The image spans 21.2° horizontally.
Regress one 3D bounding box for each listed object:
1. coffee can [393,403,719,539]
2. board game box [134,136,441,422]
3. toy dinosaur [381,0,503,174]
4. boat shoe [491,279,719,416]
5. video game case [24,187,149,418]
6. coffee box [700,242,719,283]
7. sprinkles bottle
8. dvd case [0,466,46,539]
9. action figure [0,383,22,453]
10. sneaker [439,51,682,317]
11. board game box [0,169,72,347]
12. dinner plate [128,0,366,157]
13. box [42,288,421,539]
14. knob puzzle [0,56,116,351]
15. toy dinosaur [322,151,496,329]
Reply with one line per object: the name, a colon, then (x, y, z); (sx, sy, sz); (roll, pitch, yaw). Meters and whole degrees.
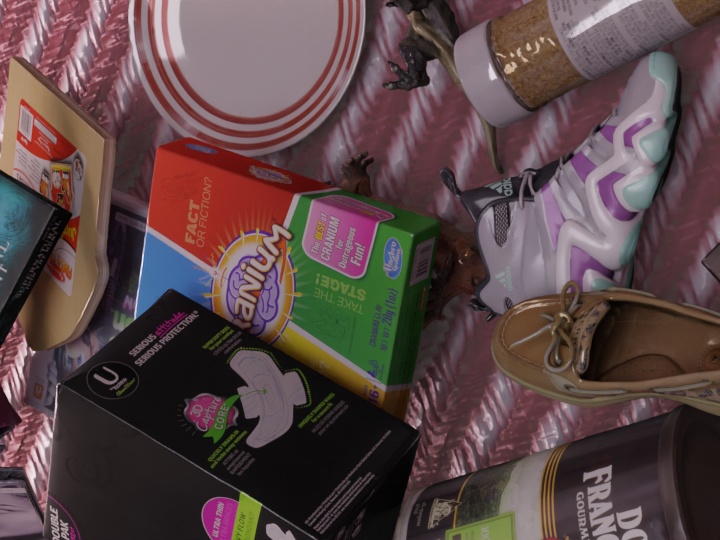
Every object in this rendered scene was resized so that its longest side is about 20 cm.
coffee can: (0.141, 0.180, 1.207); (0.199, 0.146, 0.148); (-21, 84, 29)
board game box: (-0.053, 0.014, 1.268); (0.199, 0.040, 0.154); (19, 111, 25)
toy dinosaur: (0.041, -0.157, 1.268); (0.047, 0.088, 0.201); (-28, 80, 27)
boat shoe: (0.161, 0.042, 1.144); (0.199, 0.063, 0.074); (3, 70, 33)
video game case: (-0.168, 0.042, 1.408); (0.199, 0.023, 0.183); (22, 105, 42)
coffee box: (0.314, -0.036, 1.131); (0.113, 0.080, 0.200); (48, 114, 16)
sprinkles bottle: (0.156, -0.161, 1.215); (0.199, 0.068, 0.069); (-26, 82, 28)
dvd case: (-0.307, 0.178, 1.405); (0.147, 0.200, 0.016); (1, 67, -2)
action figure: (-0.336, 0.054, 1.455); (0.134, 0.149, 0.201); (-15, 105, 54)
sneaker: (0.119, -0.055, 1.224); (0.139, 0.078, 0.202); (18, 102, 11)
board game box: (-0.308, 0.015, 1.381); (0.135, 0.028, 0.201); (29, 92, 22)
dinner plate: (-0.079, -0.182, 1.369); (0.199, 0.024, 0.202); (3, 96, 28)
box: (-0.086, 0.138, 1.230); (0.199, 0.124, 0.149); (29, 132, 18)
knob puzzle: (-0.222, -0.034, 1.422); (0.219, 0.030, 0.222); (12, 104, 57)
toy dinosaur: (0.000, 0.000, 1.310); (0.199, 0.086, 0.136); (-26, 88, 34)
